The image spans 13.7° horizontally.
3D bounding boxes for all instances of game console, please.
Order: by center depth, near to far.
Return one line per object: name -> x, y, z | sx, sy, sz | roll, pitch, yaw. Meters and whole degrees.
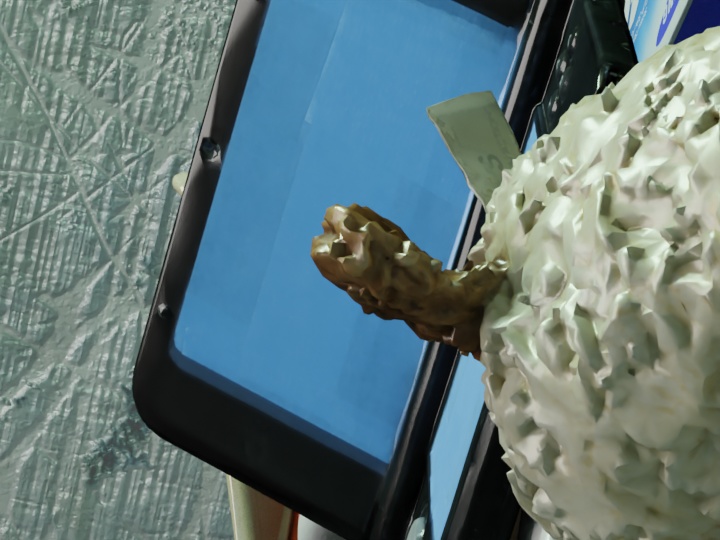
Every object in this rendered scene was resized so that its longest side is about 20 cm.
game console -> 0.000, 0.000, 0.908 | 0.176, 0.116, 0.201 | -87, 13, -72

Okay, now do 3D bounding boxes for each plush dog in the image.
plush dog -> 0.101, -0.013, 0.571 | 0.172, 0.160, 0.201 | -40, 30, 36

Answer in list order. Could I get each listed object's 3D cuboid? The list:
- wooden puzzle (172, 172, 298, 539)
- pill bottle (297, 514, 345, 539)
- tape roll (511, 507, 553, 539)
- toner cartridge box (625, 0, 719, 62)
wooden puzzle -> 0.003, 0.057, 1.254 | 0.185, 0.046, 0.201 | 6, -111, -59
pill bottle -> 0.042, 0.042, 1.158 | 0.200, 0.115, 0.116 | -82, 6, -49
tape roll -> 0.071, 0.103, 0.923 | 0.202, 0.070, 0.203 | -167, 90, -86
toner cartridge box -> 0.116, -0.080, 1.038 | 0.200, 0.043, 0.095 | 109, 171, -54
